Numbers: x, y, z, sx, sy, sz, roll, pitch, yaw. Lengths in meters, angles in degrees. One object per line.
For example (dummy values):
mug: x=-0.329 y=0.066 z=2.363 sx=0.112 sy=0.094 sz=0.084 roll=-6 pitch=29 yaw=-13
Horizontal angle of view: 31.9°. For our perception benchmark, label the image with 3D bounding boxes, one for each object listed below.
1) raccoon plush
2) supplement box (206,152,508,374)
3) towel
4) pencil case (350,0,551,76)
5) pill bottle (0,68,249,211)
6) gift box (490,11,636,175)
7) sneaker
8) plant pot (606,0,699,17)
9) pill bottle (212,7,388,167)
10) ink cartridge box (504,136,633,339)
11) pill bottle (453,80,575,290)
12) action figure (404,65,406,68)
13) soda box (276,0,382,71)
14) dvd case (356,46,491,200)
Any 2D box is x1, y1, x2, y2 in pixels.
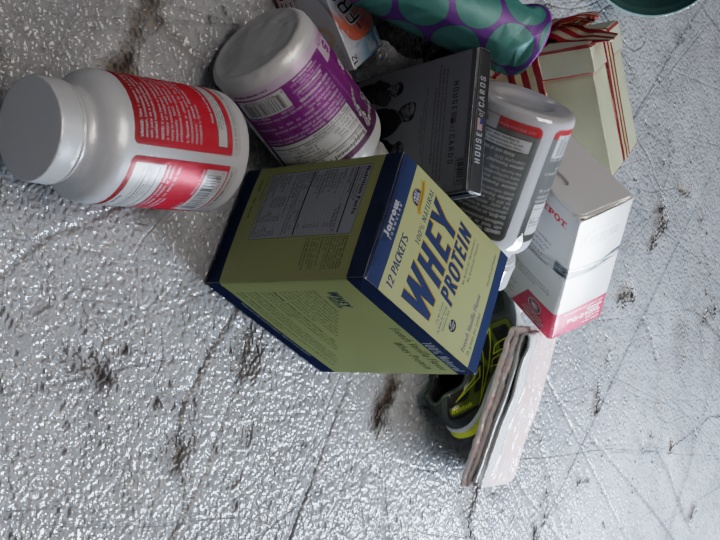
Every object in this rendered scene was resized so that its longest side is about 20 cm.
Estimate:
raccoon plush: x=0.045 y=-0.281 z=1.342 sx=0.134 sy=0.200 sz=0.097 roll=20 pitch=109 yaw=-47
supplement box: x=0.000 y=0.000 z=1.238 sx=0.200 sy=0.199 sz=0.135 roll=41 pitch=58 yaw=-42
towel: x=0.183 y=0.163 z=1.506 sx=0.191 sy=0.032 sz=0.201 roll=12 pitch=97 yaw=-71
pencil case: x=0.093 y=-0.272 z=1.284 sx=0.200 sy=0.085 sz=0.093 roll=23 pitch=52 yaw=-16
pill bottle: x=-0.199 y=-0.110 z=1.069 sx=0.200 sy=0.112 sz=0.113 roll=2 pitch=86 yaw=-51
gift box: x=0.237 y=-0.210 z=1.536 sx=0.200 sy=0.184 sz=0.187 roll=-46 pitch=125 yaw=-64
sneaker: x=0.134 y=0.095 z=1.498 sx=0.085 sy=0.074 sz=0.200 roll=38 pitch=59 yaw=-42
plant pot: x=0.423 y=-0.485 z=1.823 sx=0.134 sy=0.200 sz=0.201 roll=-81 pitch=149 yaw=-59
pill bottle: x=-0.049 y=-0.154 z=1.257 sx=0.200 sy=0.112 sz=0.112 roll=51 pitch=51 yaw=-37
ink cartridge box: x=0.222 y=-0.045 z=1.453 sx=0.084 sy=0.145 sz=0.200 roll=-22 pitch=143 yaw=-23
pill bottle: x=0.140 y=-0.088 z=1.327 sx=0.114 sy=0.114 sz=0.200 roll=-10 pitch=125 yaw=-51
action figure: x=0.083 y=-0.124 z=1.451 sx=0.118 sy=0.055 sz=0.200 roll=-100 pitch=168 yaw=-45
soda box: x=-0.050 y=-0.303 z=1.298 sx=0.064 sy=0.068 sz=0.200 roll=-49 pitch=125 yaw=-41
dvd case: x=0.054 y=-0.140 z=1.316 sx=0.025 sy=0.200 sz=0.151 roll=13 pitch=78 yaw=-39
